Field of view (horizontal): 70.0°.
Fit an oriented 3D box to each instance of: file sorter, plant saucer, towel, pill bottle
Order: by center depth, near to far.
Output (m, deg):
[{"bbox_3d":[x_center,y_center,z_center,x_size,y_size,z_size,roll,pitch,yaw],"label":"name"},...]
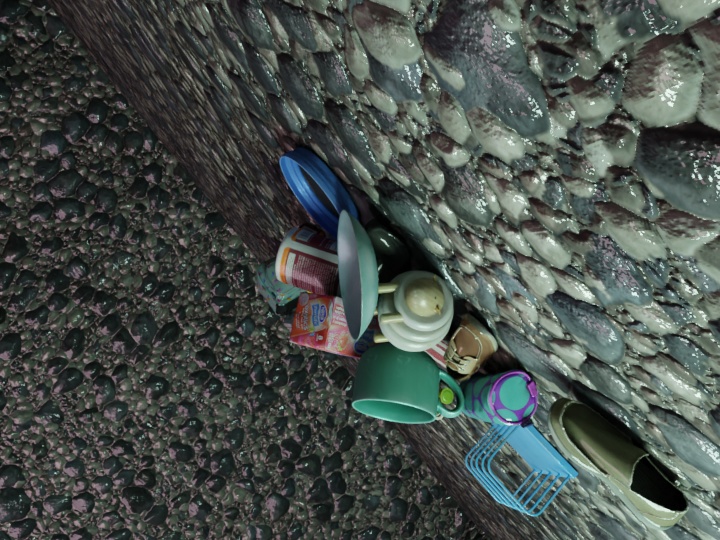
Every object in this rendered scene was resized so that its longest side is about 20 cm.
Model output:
[{"bbox_3d":[-0.002,0.006,0.812,0.201,0.038,0.206,175,90,-79],"label":"plant saucer"},{"bbox_3d":[-0.061,-0.003,1.028,0.196,0.116,0.115,19,160,11],"label":"pill bottle"},{"bbox_3d":[0.307,0.391,1.030,0.139,0.122,0.201,45,166,12],"label":"file sorter"},{"bbox_3d":[0.154,0.144,1.067,0.143,0.023,0.201,33,160,45],"label":"towel"}]

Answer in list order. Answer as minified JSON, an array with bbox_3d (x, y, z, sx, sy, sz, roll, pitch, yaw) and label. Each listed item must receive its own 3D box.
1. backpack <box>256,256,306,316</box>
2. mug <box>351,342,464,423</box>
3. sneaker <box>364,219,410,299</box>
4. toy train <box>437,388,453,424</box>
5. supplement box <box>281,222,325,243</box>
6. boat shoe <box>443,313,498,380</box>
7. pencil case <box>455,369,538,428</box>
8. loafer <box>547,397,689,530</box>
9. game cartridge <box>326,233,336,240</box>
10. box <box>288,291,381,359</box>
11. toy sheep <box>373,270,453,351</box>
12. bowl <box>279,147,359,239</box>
[{"bbox_3d":[-0.284,0.039,1.878,0.200,0.174,0.155,42,149,28],"label":"backpack"},{"bbox_3d":[0.078,0.201,0.924,0.182,0.117,0.151,24,150,-26],"label":"mug"},{"bbox_3d":[0.039,-0.002,0.888,0.076,0.090,0.202,39,162,40],"label":"sneaker"},{"bbox_3d":[0.197,0.322,1.312,0.201,0.085,0.115,52,153,-11],"label":"toy train"},{"bbox_3d":[-0.104,-0.011,1.334,0.110,0.085,0.202,29,156,54],"label":"supplement box"},{"bbox_3d":[0.178,0.139,0.859,0.076,0.072,0.201,42,165,26],"label":"boat shoe"},{"bbox_3d":[0.229,0.215,0.877,0.200,0.090,0.087,118,142,-77],"label":"pencil case"},{"bbox_3d":[0.333,0.238,0.661,0.199,0.075,0.070,41,154,14],"label":"loafer"},{"bbox_3d":[0.000,0.000,1.138,0.200,0.041,0.133,47,170,9],"label":"game cartridge"},{"bbox_3d":[-0.029,0.113,0.983,0.098,0.098,0.198,3,166,40],"label":"box"},{"bbox_3d":[0.085,0.069,0.839,0.138,0.137,0.201,45,161,12],"label":"toy sheep"},{"bbox_3d":[-0.075,-0.144,0.975,0.201,0.039,0.201,46,166,15],"label":"bowl"}]
